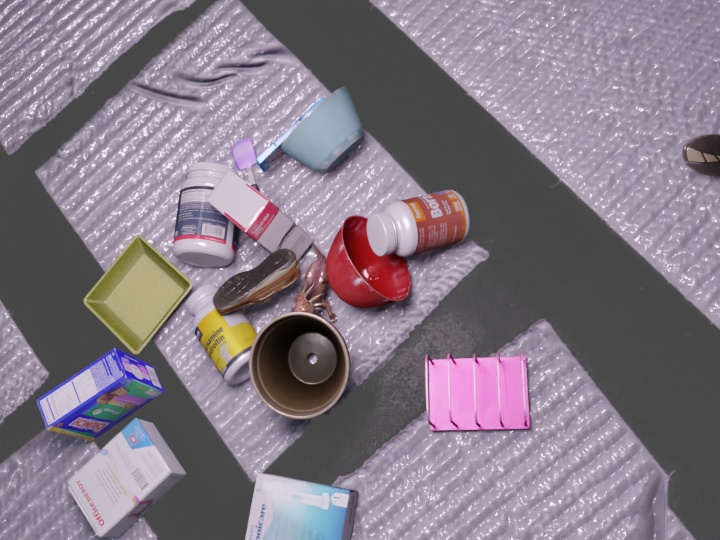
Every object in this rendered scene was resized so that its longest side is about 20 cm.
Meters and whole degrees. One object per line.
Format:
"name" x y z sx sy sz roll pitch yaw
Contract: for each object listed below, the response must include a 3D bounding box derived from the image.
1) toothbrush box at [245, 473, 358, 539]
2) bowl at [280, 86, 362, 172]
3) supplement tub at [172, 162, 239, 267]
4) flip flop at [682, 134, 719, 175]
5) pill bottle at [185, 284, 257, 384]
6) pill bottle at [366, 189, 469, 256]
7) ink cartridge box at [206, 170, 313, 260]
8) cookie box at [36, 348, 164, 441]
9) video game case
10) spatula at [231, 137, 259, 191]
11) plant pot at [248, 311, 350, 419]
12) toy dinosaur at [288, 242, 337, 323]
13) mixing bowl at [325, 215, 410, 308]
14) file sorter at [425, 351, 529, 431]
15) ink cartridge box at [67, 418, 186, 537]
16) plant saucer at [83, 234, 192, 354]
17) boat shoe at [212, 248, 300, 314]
"toothbrush box" -0.116 0.490 1.538 0.195 0.085 0.150 6 76 14
"bowl" -0.070 -0.293 1.717 0.200 0.201 0.105 -42 90 -2
"supplement tub" -0.338 -0.121 1.740 0.137 0.141 0.205 1 74 13
"flip flop" 0.737 -0.243 1.574 0.195 0.058 0.083 -14 100 -7
"pill bottle" -0.289 0.132 1.668 0.111 0.112 0.201 -38 69 -1
"pill bottle" 0.116 -0.093 1.599 0.196 0.113 0.114 -15 68 -26
"ink cartridge box" -0.211 -0.105 1.662 0.144 0.200 0.085 37 87 33
"cookie box" -0.546 0.267 1.658 0.198 0.171 0.076 -33 66 2
"video game case" -0.152 -0.301 1.752 0.199 0.143 0.018 -43 93 -2
"spatula" -0.251 -0.209 1.809 0.055 0.021 0.204 -21 71 5
"plant pot" -0.107 0.182 1.567 0.195 0.173 0.206 0 88 7
"toy dinosaur" -0.096 0.030 1.642 0.084 0.136 0.205 5 74 14
"mixing bowl" 0.000 0.000 1.619 0.108 0.198 0.204 -36 67 31
"file sorter" 0.224 0.231 1.515 0.195 0.126 0.143 -3 73 12
"ink cartridge box" -0.490 0.435 1.641 0.199 0.085 0.145 -41 69 -3
"plant saucer" -0.495 0.057 1.773 0.199 0.048 0.201 38 85 20
"boat shoe" -0.209 0.037 1.623 0.197 0.074 0.076 -30 43 0
